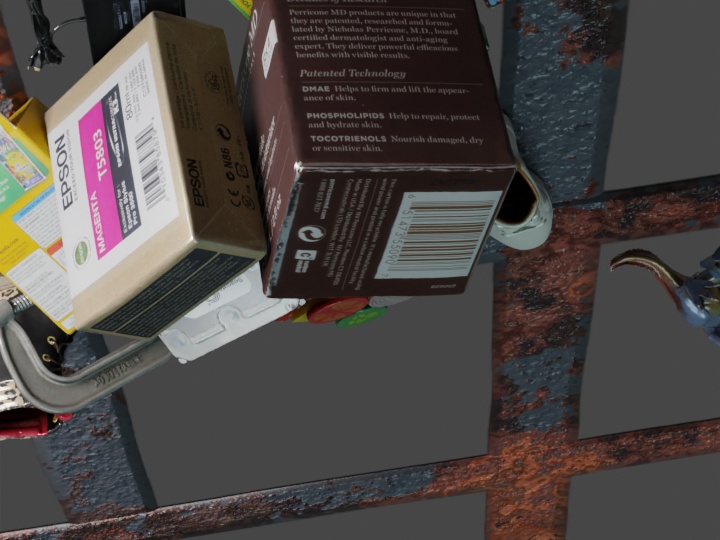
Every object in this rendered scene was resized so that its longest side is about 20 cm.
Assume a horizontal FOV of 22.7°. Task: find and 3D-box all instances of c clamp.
[{"bbox_3d":[-0.255,0.033,1.580,0.200,0.171,0.027,-23,176,-30],"label":"c clamp"}]

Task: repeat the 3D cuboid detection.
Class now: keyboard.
[{"bbox_3d":[-0.195,-0.197,1.353,0.127,0.021,0.200,-12,155,-9],"label":"keyboard"}]

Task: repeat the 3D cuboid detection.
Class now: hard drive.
[{"bbox_3d":[-0.153,-0.025,1.544,0.139,0.038,0.200,-25,116,21],"label":"hard drive"}]

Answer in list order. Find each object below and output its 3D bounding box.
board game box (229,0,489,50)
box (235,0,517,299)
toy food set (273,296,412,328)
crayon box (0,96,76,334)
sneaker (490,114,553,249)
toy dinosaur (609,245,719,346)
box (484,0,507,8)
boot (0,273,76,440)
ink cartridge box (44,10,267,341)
[{"bbox_3d":[-0.002,-0.205,1.410,0.134,0.029,0.200,-26,144,20],"label":"board game box"},{"bbox_3d":[0.004,-0.104,1.353,0.164,0.201,0.166,-2,145,-14],"label":"box"},{"bbox_3d":[0.000,0.000,1.653,0.198,0.049,0.200,-2,156,-46],"label":"toy food set"},{"bbox_3d":[-0.267,-0.054,1.488,0.126,0.052,0.200,-33,112,31],"label":"crayon box"},{"bbox_3d":[0.132,-0.056,1.620,0.073,0.085,0.200,-20,147,11],"label":"sneaker"},{"bbox_3d":[0.363,0.026,1.849,0.199,0.105,0.182,25,164,14],"label":"toy dinosaur"},{"bbox_3d":[0.125,-0.287,1.313,0.136,0.039,0.200,-18,146,12],"label":"box"},{"bbox_3d":[-0.275,0.067,1.627,0.199,0.151,0.073,-10,147,-2],"label":"boot"},{"bbox_3d":[-0.161,-0.070,1.375,0.075,0.201,0.165,9,148,-41],"label":"ink cartridge box"}]
